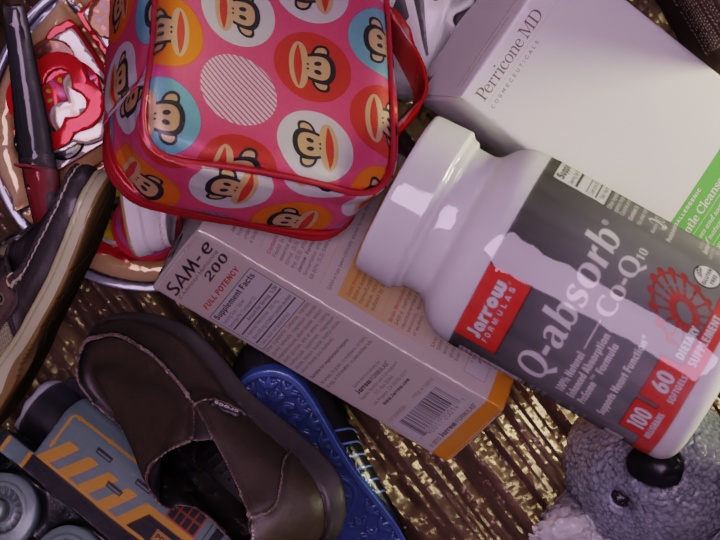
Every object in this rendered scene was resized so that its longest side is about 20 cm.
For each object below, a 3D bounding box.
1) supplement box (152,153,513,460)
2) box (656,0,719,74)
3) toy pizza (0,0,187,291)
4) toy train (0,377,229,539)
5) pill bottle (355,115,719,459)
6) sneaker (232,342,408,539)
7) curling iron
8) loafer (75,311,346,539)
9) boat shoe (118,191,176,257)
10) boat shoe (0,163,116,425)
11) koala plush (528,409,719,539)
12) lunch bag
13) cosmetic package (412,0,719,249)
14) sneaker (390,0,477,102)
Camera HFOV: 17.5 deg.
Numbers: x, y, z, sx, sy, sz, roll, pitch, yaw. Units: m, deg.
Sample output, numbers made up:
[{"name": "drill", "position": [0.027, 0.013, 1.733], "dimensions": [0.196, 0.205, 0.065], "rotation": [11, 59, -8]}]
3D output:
[{"name": "supplement box", "position": [0.000, 0.000, 1.333], "dimensions": [0.200, 0.074, 0.126], "rotation": [32, 51, -8]}, {"name": "box", "position": [0.233, -0.221, 1.302], "dimensions": [0.164, 0.200, 0.166], "rotation": [-30, 91, 2]}, {"name": "toy pizza", "position": [-0.126, -0.087, 1.397], "dimensions": [0.200, 0.032, 0.200], "rotation": [0, 91, 2]}, {"name": "toy train", "position": [-0.139, 0.148, 1.361], "dimensions": [0.200, 0.085, 0.114], "rotation": [35, 87, 24]}, {"name": "pill bottle", "position": [0.106, 0.006, 1.257], "dimensions": [0.200, 0.116, 0.116], "rotation": [29, 92, 4]}, {"name": "sneaker", "position": [-0.018, 0.124, 1.384], "dimensions": [0.070, 0.078, 0.200], "rotation": [-20, 112, 9]}, {"name": "curling iron", "position": [-0.199, -0.056, 1.379], "dimensions": [0.050, 0.026, 0.200], "rotation": [3, 107, 13]}, {"name": "loafer", "position": [-0.096, 0.090, 1.296], "dimensions": [0.200, 0.071, 0.073], "rotation": [33, 129, 32]}, {"name": "boat shoe", "position": [-0.099, -0.106, 1.345], "dimensions": [0.069, 0.071, 0.200], "rotation": [5, 90, 1]}, {"name": "boat shoe", "position": [-0.201, 0.014, 1.343], "dimensions": [0.065, 0.073, 0.200], "rotation": [30, 121, 0]}, {"name": "koala plush", "position": [0.205, 0.130, 1.349], "dimensions": [0.200, 0.184, 0.178], "rotation": [15, 86, 22]}, {"name": "lunch bag", "position": [-0.047, -0.120, 1.275], "dimensions": [0.176, 0.082, 0.200], "rotation": [10, 62, -20]}, {"name": "cosmetic package", "position": [0.144, -0.083, 1.334], "dimensions": [0.200, 0.085, 0.108], "rotation": [35, 84, -19]}, {"name": "sneaker", "position": [0.034, -0.199, 1.370], "dimensions": [0.088, 0.074, 0.200], "rotation": [13, 91, -1]}]
